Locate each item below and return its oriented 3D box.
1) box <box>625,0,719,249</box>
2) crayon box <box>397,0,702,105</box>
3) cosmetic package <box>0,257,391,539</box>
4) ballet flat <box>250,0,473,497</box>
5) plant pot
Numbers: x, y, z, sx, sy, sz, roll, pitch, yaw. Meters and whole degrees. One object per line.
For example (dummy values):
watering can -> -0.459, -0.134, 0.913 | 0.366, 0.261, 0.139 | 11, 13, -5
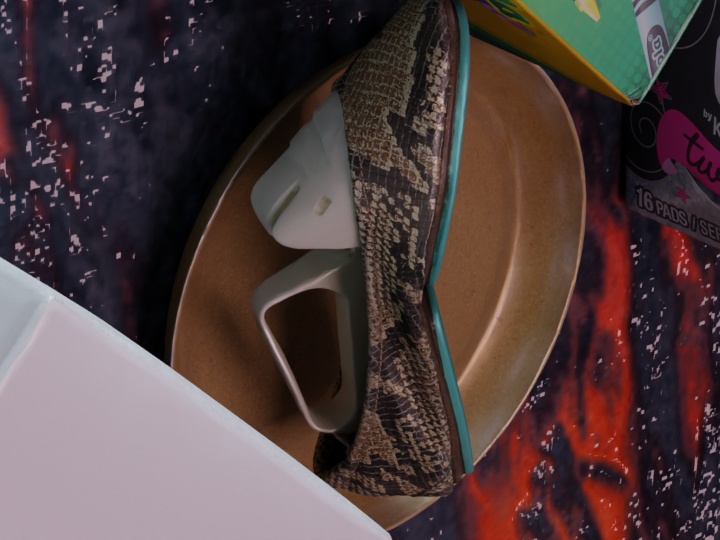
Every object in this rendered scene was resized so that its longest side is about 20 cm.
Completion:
box -> 0.213, -0.061, 0.966 | 0.132, 0.199, 0.115 | -23, 124, -34
crayon box -> 0.013, -0.134, 0.790 | 0.200, 0.119, 0.058 | 35, 86, -48
cosmetic package -> -0.137, 0.072, 0.690 | 0.167, 0.200, 0.167 | -56, 139, -6
ballet flat -> 0.000, 0.000, 0.850 | 0.075, 0.068, 0.201 | -6, 128, -5
plant pot -> 0.003, 0.005, 0.924 | 0.199, 0.027, 0.201 | -22, 125, -35
